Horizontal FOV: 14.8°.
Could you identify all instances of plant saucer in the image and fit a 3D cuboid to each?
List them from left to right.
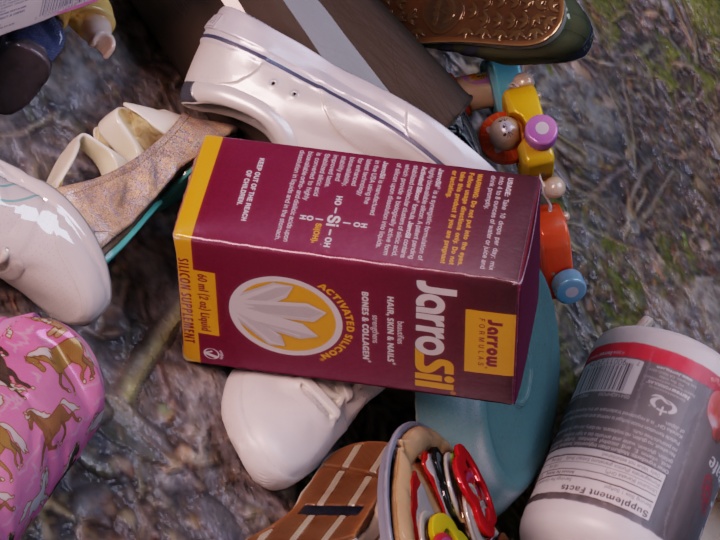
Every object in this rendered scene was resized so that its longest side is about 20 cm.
[{"bbox_3d":[0.087,0.065,1.744,0.200,0.036,0.201,1,90,-67],"label":"plant saucer"}]

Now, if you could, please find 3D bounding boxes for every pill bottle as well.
[{"bbox_3d":[0.167,0.145,1.764,0.111,0.111,0.200,39,62,-28],"label":"pill bottle"}]

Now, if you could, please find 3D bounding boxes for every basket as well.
[{"bbox_3d":[-0.048,-0.138,1.731,0.200,0.136,0.180,51,32,-7],"label":"basket"}]

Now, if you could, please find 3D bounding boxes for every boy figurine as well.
[{"bbox_3d":[-0.188,-0.175,1.626,0.124,0.064,0.200,39,39,-17],"label":"boy figurine"}]

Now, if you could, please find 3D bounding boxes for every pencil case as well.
[{"bbox_3d":[-0.197,0.100,1.374,0.083,0.087,0.200,25,34,6],"label":"pencil case"}]

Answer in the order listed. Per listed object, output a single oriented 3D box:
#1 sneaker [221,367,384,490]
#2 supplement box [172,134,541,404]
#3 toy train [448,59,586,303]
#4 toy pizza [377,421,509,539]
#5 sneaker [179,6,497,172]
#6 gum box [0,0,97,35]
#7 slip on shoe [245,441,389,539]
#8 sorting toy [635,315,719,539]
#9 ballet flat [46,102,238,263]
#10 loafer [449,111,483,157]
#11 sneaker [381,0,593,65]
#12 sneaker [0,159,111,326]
[{"bbox_3d":[-0.012,0.057,1.653,0.075,0.088,0.200,55,33,-9],"label":"sneaker"},{"bbox_3d":[0.000,0.000,1.590,0.111,0.199,0.086,89,12,-48],"label":"supplement box"},{"bbox_3d":[0.104,-0.073,1.929,0.200,0.055,0.150,-107,-174,-46],"label":"toy train"},{"bbox_3d":[0.064,0.181,1.600,0.200,0.032,0.201,-19,90,-72],"label":"toy pizza"},{"bbox_3d":[-0.013,-0.078,1.630,0.200,0.071,0.073,29,-3,5],"label":"sneaker"},{"bbox_3d":[-0.201,-0.196,1.535,0.200,0.066,0.113,-25,56,-38],"label":"gum box"},{"bbox_3d":[-0.025,0.168,1.572,0.200,0.076,0.061,-49,135,-56],"label":"slip on shoe"},{"bbox_3d":[0.206,0.165,1.862,0.200,0.107,0.180,41,47,7],"label":"sorting toy"},{"bbox_3d":[-0.134,-0.059,1.606,0.067,0.068,0.200,48,31,-2],"label":"ballet flat"},{"bbox_3d":[0.056,-0.062,1.845,0.063,0.072,0.200,107,-41,-80],"label":"loafer"},{"bbox_3d":[0.069,-0.173,1.887,0.090,0.200,0.067,19,84,-58],"label":"sneaker"},{"bbox_3d":[-0.218,-0.033,1.478,0.200,0.070,0.080,45,50,-16],"label":"sneaker"}]
